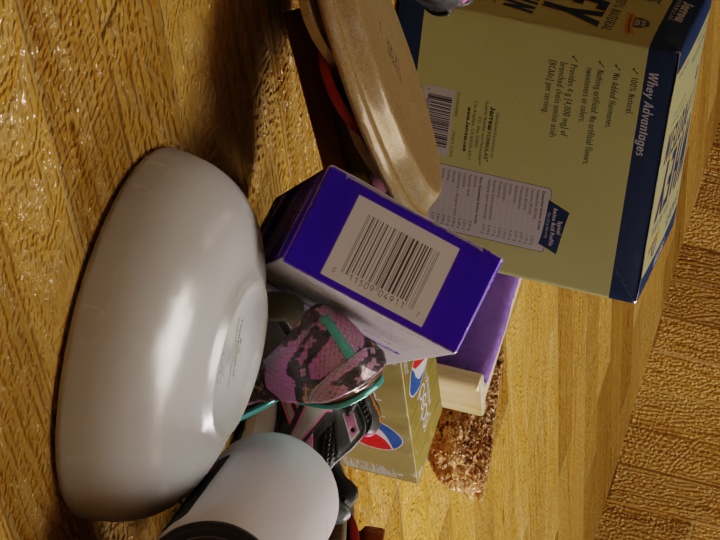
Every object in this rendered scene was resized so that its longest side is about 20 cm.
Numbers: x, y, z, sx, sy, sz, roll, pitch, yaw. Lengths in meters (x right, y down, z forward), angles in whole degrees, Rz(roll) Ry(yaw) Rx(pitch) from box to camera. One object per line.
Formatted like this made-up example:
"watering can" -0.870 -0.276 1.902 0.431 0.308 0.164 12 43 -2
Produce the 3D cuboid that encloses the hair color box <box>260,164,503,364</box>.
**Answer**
"hair color box" 0.000 0.000 1.548 0.065 0.109 0.200 -63 -172 -10

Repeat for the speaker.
"speaker" -0.062 0.147 1.476 0.200 0.081 0.082 -54 155 -77

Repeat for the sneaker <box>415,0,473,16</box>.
"sneaker" 0.049 -0.195 1.639 0.077 0.084 0.200 -48 -166 5

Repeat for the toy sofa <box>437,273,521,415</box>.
"toy sofa" 0.082 0.002 2.147 0.098 0.082 0.201 82 24 -62

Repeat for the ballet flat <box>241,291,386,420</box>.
"ballet flat" -0.047 0.046 1.561 0.069 0.071 0.200 -29 -175 -23

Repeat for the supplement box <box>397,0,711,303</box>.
"supplement box" 0.129 -0.110 1.967 0.134 0.199 0.201 -56 156 -59

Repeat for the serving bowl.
"serving bowl" -0.093 0.039 1.444 0.200 0.065 0.201 13 90 -77

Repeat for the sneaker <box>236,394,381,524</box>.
"sneaker" -0.025 0.070 1.727 0.080 0.086 0.201 -58 157 -60

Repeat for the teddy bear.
"teddy bear" 0.086 0.092 2.335 0.145 0.066 0.201 87 12 -80

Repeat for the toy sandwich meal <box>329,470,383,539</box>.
"toy sandwich meal" -0.013 0.226 1.842 0.205 0.070 0.206 -171 -90 -83

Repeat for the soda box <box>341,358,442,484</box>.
"soda box" 0.015 0.074 1.966 0.200 0.064 0.068 82 24 -60

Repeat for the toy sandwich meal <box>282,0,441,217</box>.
"toy sandwich meal" -0.012 -0.108 1.555 0.205 0.070 0.206 -18 90 -80
